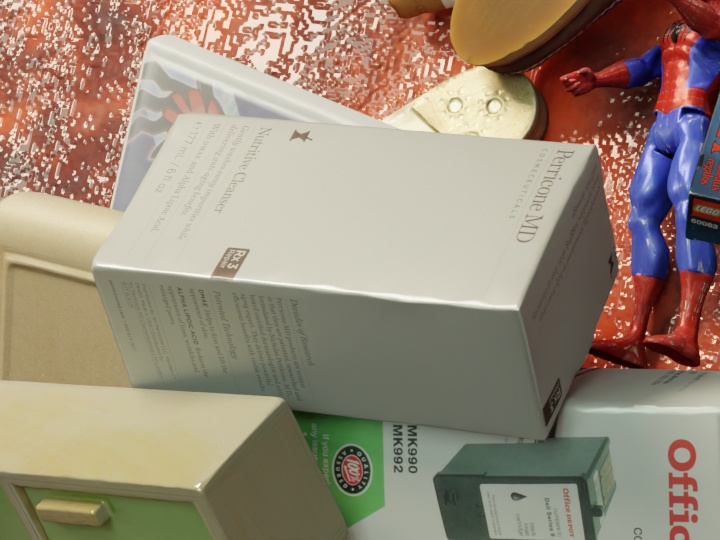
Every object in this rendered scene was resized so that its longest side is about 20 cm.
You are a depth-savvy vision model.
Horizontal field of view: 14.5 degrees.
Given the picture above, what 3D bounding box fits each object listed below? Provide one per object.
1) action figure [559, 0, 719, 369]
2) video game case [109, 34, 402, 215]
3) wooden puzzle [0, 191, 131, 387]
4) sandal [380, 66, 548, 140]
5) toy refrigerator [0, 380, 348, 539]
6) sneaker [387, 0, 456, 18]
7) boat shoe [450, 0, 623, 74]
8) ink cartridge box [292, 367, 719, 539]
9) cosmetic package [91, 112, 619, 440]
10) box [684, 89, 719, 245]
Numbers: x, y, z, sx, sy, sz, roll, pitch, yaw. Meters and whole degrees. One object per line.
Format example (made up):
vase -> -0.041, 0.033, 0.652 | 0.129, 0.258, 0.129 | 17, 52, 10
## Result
action figure -> 0.129, -0.065, 1.301 | 0.065, 0.099, 0.200 | -6, 65, 52
video game case -> -0.034, 0.007, 1.333 | 0.200, 0.023, 0.182 | 24, 112, 23
wooden puzzle -> -0.102, 0.074, 1.358 | 0.185, 0.037, 0.200 | 13, 104, 25
sandal -> -0.010, -0.037, 1.366 | 0.212, 0.070, 0.078 | -36, 63, 8
toy refrigerator -> -0.111, 0.101, 1.244 | 0.200, 0.076, 0.070 | 2, 37, 42
sneaker -> 0.007, -0.217, 1.416 | 0.085, 0.073, 0.200 | -26, 66, 10
boat shoe -> 0.126, -0.166, 1.334 | 0.200, 0.070, 0.070 | -47, 52, 21
ink cartridge box -> 0.076, 0.119, 1.243 | 0.200, 0.084, 0.146 | 0, 97, 21
cosmetic package -> 0.000, 0.000, 1.221 | 0.200, 0.081, 0.113 | 3, 43, 22
box -> 0.234, -0.088, 1.250 | 0.137, 0.038, 0.200 | 13, 59, 12
